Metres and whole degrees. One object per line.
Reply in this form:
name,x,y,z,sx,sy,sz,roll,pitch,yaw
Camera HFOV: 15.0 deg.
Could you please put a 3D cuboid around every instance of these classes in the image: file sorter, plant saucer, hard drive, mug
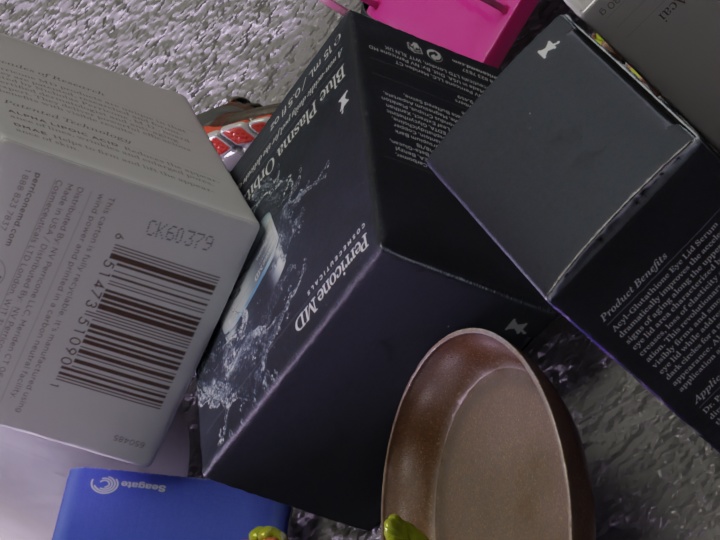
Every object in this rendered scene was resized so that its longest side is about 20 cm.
file sorter,0.047,-0.235,1.627,0.201,0.125,0.139,-59,35,9
plant saucer,0.068,0.130,1.393,0.200,0.032,0.202,-179,90,-65
hard drive,-0.114,0.193,1.508,0.131,0.025,0.201,5,42,3
mug,-0.215,0.132,1.656,0.149,0.153,0.188,29,93,57

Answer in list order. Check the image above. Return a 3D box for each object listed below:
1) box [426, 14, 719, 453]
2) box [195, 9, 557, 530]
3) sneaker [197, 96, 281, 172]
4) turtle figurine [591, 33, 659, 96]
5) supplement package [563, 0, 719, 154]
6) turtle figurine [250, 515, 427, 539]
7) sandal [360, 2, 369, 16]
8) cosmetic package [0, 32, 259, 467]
box,0.150,-0.008,1.342,0.104,0.200,0.148,-46,35,6
box,0.000,0.000,1.532,0.197,0.117,0.201,-52,31,34
sneaker,-0.078,-0.088,1.785,0.199,0.077,0.082,-15,42,40
turtle figurine,0.123,-0.095,1.569,0.162,0.064,0.200,-52,35,0
supplement package,0.191,-0.140,1.414,0.121,0.200,0.120,-45,35,8
turtle figurine,-0.036,0.199,1.403,0.161,0.065,0.201,-26,26,26
sandal,0.025,-0.173,1.767,0.076,0.043,0.201,-40,36,16
cosmetic package,-0.181,-0.020,1.584,0.166,0.164,0.200,-65,25,15
